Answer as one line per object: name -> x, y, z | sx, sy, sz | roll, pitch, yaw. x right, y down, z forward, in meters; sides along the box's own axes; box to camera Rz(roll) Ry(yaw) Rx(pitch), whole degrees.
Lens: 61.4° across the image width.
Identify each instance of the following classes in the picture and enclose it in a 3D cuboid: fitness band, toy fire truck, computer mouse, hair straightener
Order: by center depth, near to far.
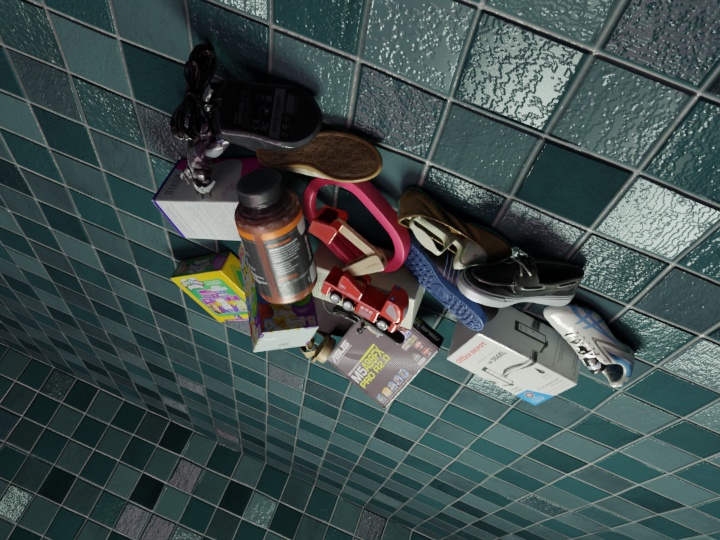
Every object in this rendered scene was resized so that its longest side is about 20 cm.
computer mouse -> -0.149, -0.219, 0.836 | 0.195, 0.142, 0.053 | 13, 169, -6
toy fire truck -> 0.000, 0.000, 0.972 | 0.197, 0.049, 0.142 | 29, 131, 4
fitness band -> -0.006, -0.076, 0.976 | 0.200, 0.038, 0.143 | 47, 137, -13
hair straightener -> -0.005, 0.089, 1.135 | 0.196, 0.041, 0.078 | 24, 120, 11

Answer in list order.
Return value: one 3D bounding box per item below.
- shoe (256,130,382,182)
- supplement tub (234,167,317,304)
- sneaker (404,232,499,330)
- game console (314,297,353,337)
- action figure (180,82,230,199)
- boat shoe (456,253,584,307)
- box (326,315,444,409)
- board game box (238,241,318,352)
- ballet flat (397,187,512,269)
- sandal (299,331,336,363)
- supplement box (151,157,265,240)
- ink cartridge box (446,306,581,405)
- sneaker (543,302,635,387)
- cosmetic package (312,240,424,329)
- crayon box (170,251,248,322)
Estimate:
shoe -> -0.057, -0.172, 0.894 | 0.195, 0.053, 0.072 | 11, 103, 17
supplement tub -> -0.132, -0.053, 0.940 | 0.105, 0.108, 0.203 | 10, 134, 23
sneaker -> 0.149, 0.004, 0.999 | 0.200, 0.078, 0.070 | 47, 152, 6
game console -> -0.001, 0.094, 1.280 | 0.196, 0.117, 0.180 | 15, 118, 15
action figure -> -0.235, -0.196, 0.933 | 0.199, 0.068, 0.132 | -36, 72, 43
boat shoe -> 0.239, 0.006, 0.901 | 0.195, 0.073, 0.072 | 1, 135, -19
box -> 0.045, 0.156, 1.196 | 0.159, 0.044, 0.201 | 39, 121, 1
board game box -> -0.150, 0.027, 1.085 | 0.102, 0.204, 0.103 | -5, 157, -21
ballet flat -> 0.137, -0.048, 0.914 | 0.197, 0.073, 0.068 | 31, 149, -10
sandal -> -0.102, 0.150, 1.308 | 0.069, 0.078, 0.212 | 35, 172, -6
supplement box -> -0.239, -0.122, 1.041 | 0.196, 0.103, 0.104 | 4, 145, 31
ink cartridge box -> 0.275, 0.148, 1.099 | 0.197, 0.085, 0.146 | 26, 149, -4
sneaker -> 0.378, 0.120, 0.998 | 0.198, 0.073, 0.072 | 36, 149, -16
cosmetic package -> 0.014, 0.016, 1.082 | 0.196, 0.088, 0.104 | 19, 146, 11
crayon box -> -0.308, 0.042, 1.380 | 0.197, 0.059, 0.173 | -6, 136, 41
